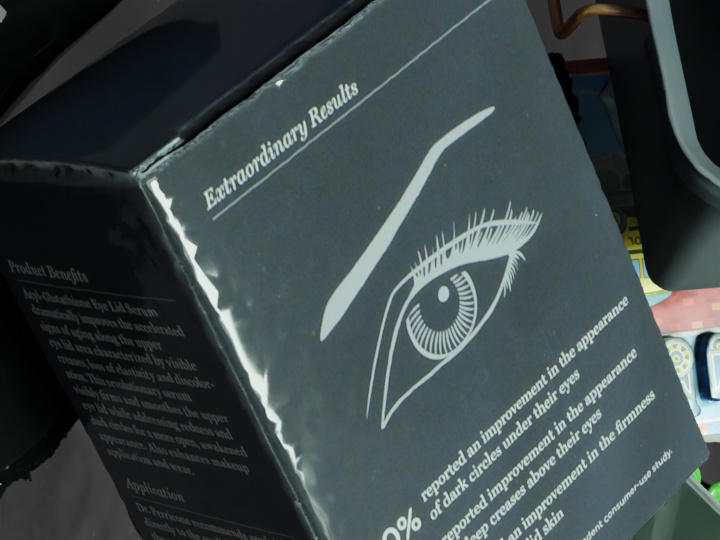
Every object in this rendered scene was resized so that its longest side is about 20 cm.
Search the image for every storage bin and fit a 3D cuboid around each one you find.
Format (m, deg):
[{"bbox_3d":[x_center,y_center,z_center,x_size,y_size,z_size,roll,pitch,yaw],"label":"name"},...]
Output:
[{"bbox_3d":[0.134,-0.089,0.774,0.144,0.135,0.202,-4,67,-9],"label":"storage bin"}]

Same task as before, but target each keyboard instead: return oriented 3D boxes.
[{"bbox_3d":[0.131,0.153,0.901,0.011,0.056,0.201,-33,145,-27],"label":"keyboard"}]

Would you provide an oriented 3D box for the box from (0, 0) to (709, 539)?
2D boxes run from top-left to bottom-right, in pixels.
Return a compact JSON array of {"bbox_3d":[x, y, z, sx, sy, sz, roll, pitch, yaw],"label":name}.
[{"bbox_3d":[-0.004,0.014,0.649,0.148,0.104,0.201,-39,116,-31],"label":"box"}]

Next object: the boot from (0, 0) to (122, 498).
[{"bbox_3d":[-0.126,-0.015,0.666,0.197,0.073,0.164,-31,118,-24],"label":"boot"}]

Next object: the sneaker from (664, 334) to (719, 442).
[{"bbox_3d":[0.170,0.042,0.942,0.075,0.089,0.199,-39,133,26],"label":"sneaker"}]

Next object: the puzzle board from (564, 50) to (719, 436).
[{"bbox_3d":[0.169,-0.015,0.863,0.198,0.017,0.152,-6,90,-18],"label":"puzzle board"}]

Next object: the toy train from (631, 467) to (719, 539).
[{"bbox_3d":[0.089,0.085,0.910,0.199,0.042,0.057,27,94,-43],"label":"toy train"}]

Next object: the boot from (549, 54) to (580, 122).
[{"bbox_3d":[-0.001,0.000,0.778,0.162,0.073,0.200,0,99,-45],"label":"boot"}]
